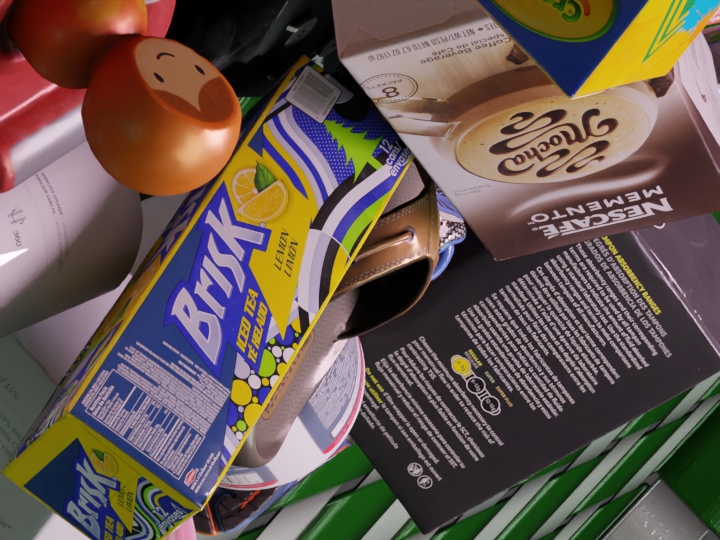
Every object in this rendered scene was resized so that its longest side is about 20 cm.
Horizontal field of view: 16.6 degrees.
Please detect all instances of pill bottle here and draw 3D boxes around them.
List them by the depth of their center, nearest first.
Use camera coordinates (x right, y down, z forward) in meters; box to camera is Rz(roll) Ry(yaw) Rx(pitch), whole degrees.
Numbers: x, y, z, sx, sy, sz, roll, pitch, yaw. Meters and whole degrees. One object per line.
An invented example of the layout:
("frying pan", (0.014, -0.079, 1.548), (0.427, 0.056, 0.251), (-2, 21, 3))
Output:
("pill bottle", (-0.066, 0.031, 1.186), (0.119, 0.120, 0.200), (-42, 165, -6))

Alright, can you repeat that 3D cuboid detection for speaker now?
("speaker", (-0.170, -0.001, 0.902), (0.200, 0.081, 0.081), (-26, 157, -50))

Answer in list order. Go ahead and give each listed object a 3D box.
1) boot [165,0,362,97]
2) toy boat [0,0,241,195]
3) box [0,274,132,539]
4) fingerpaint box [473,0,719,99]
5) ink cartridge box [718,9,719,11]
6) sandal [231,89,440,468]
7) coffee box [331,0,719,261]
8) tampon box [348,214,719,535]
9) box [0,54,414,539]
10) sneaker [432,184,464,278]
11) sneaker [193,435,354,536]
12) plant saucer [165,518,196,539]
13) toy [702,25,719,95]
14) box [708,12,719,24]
("boot", (0.001, -0.134, 1.040), (0.165, 0.066, 0.200), (-49, 160, 13))
("toy boat", (-0.089, -0.080, 0.803), (0.130, 0.131, 0.200), (-36, 163, -27))
("box", (-0.169, 0.085, 1.054), (0.200, 0.124, 0.097), (-51, 164, 27))
("fingerpaint box", (0.061, -0.184, 0.780), (0.167, 0.200, 0.073), (-52, 162, 30))
("ink cartridge box", (0.136, -0.197, 1.009), (0.199, 0.085, 0.146), (15, 126, -37))
("sandal", (0.000, 0.000, 1.072), (0.201, 0.054, 0.082), (-61, 154, -13))
("coffee box", (0.072, -0.086, 0.985), (0.112, 0.080, 0.200), (-14, 154, 16))
("tampon box", (0.088, 0.017, 1.342), (0.199, 0.127, 0.150), (-31, -163, 21))
("box", (-0.055, 0.013, 0.955), (0.070, 0.064, 0.200), (-40, -166, 52))
("sneaker", (0.008, -0.023, 1.245), (0.075, 0.079, 0.200), (-42, 179, -4))
("sneaker", (-0.035, 0.090, 1.545), (0.199, 0.076, 0.078), (-34, 173, -4))
("plant saucer", (-0.168, 0.161, 1.180), (0.201, 0.201, 0.051), (-46, 135, 10))
("toy", (0.170, -0.084, 1.138), (0.199, 0.047, 0.115), (-18, -168, 35))
("box", (0.165, -0.188, 1.233), (0.096, 0.100, 0.200), (-51, 163, 28))
